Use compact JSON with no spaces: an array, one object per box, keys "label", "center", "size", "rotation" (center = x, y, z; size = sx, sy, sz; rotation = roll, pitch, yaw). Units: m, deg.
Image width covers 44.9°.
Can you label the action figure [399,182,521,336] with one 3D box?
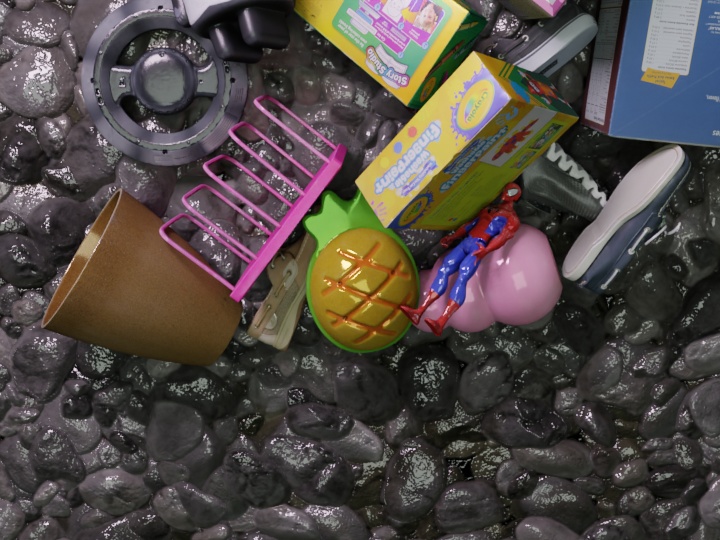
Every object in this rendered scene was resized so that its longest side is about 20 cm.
[{"label":"action figure","center":[0.125,-0.021,1.002],"size":[0.200,0.065,0.052],"rotation":[-52,129,-14]}]

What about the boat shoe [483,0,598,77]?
[{"label":"boat shoe","center":[0.180,-0.247,1.017],"size":[0.200,0.070,0.066],"rotation":[-37,73,4]}]

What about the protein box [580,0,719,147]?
[{"label":"protein box","center":[0.372,-0.248,0.982],"size":[0.197,0.135,0.202],"rotation":[5,105,-1]}]

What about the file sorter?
[{"label":"file sorter","center":[-0.126,-0.094,1.032],"size":[0.125,0.139,0.200],"rotation":[37,103,-7]}]

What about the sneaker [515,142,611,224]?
[{"label":"sneaker","center":[0.237,-0.100,1.065],"size":[0.200,0.067,0.090],"rotation":[43,109,-10]}]

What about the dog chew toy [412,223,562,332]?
[{"label":"dog chew toy","center":[0.142,0.019,1.072],"size":[0.199,0.125,0.125],"rotation":[-18,105,14]}]

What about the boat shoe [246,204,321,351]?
[{"label":"boat shoe","center":[-0.089,0.004,1.092],"size":[0.064,0.071,0.201],"rotation":[21,104,-3]}]

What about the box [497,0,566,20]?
[{"label":"box","center":[0.203,-0.366,0.919],"size":[0.096,0.200,0.176],"rotation":[34,103,-9]}]

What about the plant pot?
[{"label":"plant pot","center":[-0.252,0.033,1.061],"size":[0.199,0.187,0.187],"rotation":[32,104,-21]}]

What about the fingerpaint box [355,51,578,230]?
[{"label":"fingerpaint box","center":[0.118,-0.136,0.973],"size":[0.200,0.166,0.074],"rotation":[-46,65,30]}]

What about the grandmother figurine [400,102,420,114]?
[{"label":"grandmother figurine","center":[0.087,-0.230,1.034],"size":[0.120,0.061,0.202],"rotation":[0,108,-6]}]

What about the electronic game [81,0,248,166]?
[{"label":"electronic game","center":[-0.234,-0.227,1.046],"size":[0.198,0.042,0.202],"rotation":[0,97,-2]}]

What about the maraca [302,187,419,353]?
[{"label":"maraca","center":[0.000,0.000,1.026],"size":[0.136,0.107,0.202],"rotation":[-12,102,-10]}]

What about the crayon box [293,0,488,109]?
[{"label":"crayon box","center":[0.027,-0.286,0.967],"size":[0.200,0.058,0.119],"rotation":[43,114,18]}]

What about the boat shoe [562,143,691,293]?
[{"label":"boat shoe","center":[0.314,-0.053,1.001],"size":[0.062,0.075,0.201],"rotation":[28,116,-12]}]

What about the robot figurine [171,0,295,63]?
[{"label":"robot figurine","center":[-0.142,-0.334,0.963],"size":[0.149,0.125,0.201],"rotation":[-17,88,-7]}]
